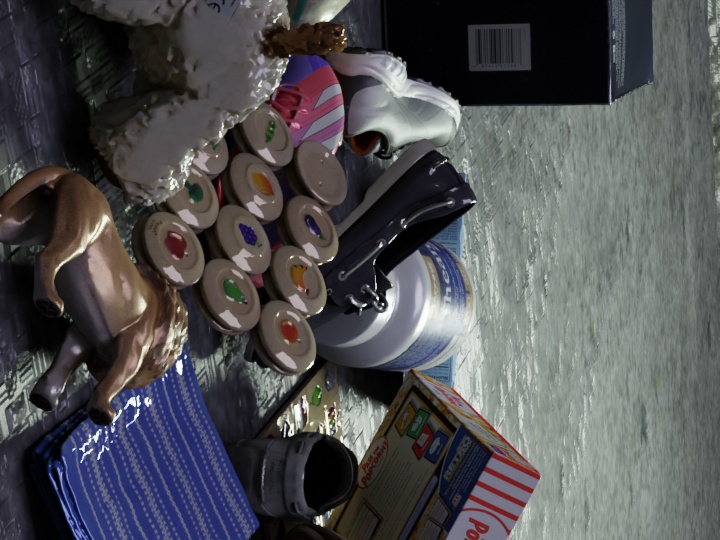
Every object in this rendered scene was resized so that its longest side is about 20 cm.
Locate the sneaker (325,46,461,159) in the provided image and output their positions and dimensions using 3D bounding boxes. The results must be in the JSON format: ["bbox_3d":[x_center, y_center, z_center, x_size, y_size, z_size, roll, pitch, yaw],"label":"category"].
[{"bbox_3d":[0.020,-0.125,1.619,0.200,0.074,0.079,19,83,-63],"label":"sneaker"}]

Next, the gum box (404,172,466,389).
[{"bbox_3d":[0.063,0.025,1.706,0.170,0.044,0.200,77,17,-85],"label":"gum box"}]

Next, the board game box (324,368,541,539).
[{"bbox_3d":[0.047,0.174,1.476,0.152,0.046,0.200,-61,-159,6],"label":"board game box"}]

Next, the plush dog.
[{"bbox_3d":[-0.095,-0.161,1.196,0.172,0.160,0.200,-102,-179,-60],"label":"plush dog"}]

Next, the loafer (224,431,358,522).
[{"bbox_3d":[-0.036,0.151,1.444,0.200,0.070,0.070,7,85,-70],"label":"loafer"}]

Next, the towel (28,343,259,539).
[{"bbox_3d":[-0.125,0.137,1.220,0.145,0.024,0.200,68,25,-11],"label":"towel"}]

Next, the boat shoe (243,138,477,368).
[{"bbox_3d":[0.000,0.000,1.387,0.200,0.063,0.073,-48,172,-2],"label":"boat shoe"}]

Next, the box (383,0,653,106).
[{"bbox_3d":[0.142,-0.204,1.749,0.182,0.200,0.104,-27,117,-69],"label":"box"}]

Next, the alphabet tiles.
[{"bbox_3d":[-0.040,0.188,1.552,0.167,0.008,0.200,-47,136,-62],"label":"alphabet tiles"}]

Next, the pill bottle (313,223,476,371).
[{"bbox_3d":[0.011,0.020,1.526,0.200,0.111,0.111,12,80,-71],"label":"pill bottle"}]

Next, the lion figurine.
[{"bbox_3d":[-0.152,0.003,1.113,0.200,0.072,0.123,77,30,-42],"label":"lion figurine"}]

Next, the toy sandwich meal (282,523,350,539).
[{"bbox_3d":[-0.027,0.280,1.405,0.070,0.205,0.205,-17,112,-30],"label":"toy sandwich meal"}]

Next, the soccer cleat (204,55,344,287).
[{"bbox_3d":[-0.061,-0.081,1.391,0.076,0.067,0.200,59,40,-51],"label":"soccer cleat"}]

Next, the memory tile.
[{"bbox_3d":[-0.072,-0.038,1.286,0.153,0.017,0.200,40,38,-28],"label":"memory tile"}]

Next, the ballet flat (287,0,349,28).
[{"bbox_3d":[-0.016,-0.240,1.531,0.200,0.067,0.062,-49,165,-56],"label":"ballet flat"}]
